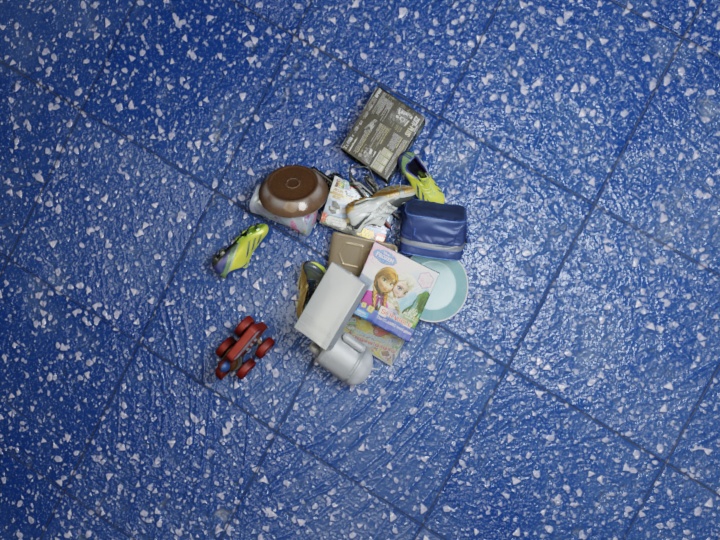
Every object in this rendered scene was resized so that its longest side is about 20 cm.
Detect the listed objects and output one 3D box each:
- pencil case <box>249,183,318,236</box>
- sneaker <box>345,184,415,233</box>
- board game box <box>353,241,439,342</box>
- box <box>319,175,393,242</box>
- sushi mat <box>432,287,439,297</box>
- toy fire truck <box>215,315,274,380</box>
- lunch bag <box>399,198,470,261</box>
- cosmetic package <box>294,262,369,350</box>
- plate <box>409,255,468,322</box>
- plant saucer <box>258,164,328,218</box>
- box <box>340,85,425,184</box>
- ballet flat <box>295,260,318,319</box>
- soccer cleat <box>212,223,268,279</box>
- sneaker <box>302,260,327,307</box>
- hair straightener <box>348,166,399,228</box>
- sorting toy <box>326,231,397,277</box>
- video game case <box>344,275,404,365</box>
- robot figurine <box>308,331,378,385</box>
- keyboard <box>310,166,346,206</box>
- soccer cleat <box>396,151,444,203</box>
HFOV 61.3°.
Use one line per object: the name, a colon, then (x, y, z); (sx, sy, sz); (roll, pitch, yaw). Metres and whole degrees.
pencil case: (-0.218, -0.169, 1.724); (0.195, 0.091, 0.085); (23, 76, 6)
sneaker: (0.059, -0.165, 1.632); (0.195, 0.076, 0.090); (-20, 112, -3)
board game box: (0.086, 0.056, 1.637); (0.196, 0.041, 0.204); (25, 96, 7)
box: (-0.004, -0.164, 1.709); (0.195, 0.040, 0.141); (20, 91, -6)
sushi mat: (0.117, 0.045, 1.726); (0.197, 0.012, 0.097); (31, 94, 6)
toy fire truck: (-0.338, 0.223, 1.697); (0.112, 0.168, 0.201); (43, 94, 5)
lunch bag: (0.204, -0.101, 1.650); (0.194, 0.137, 0.136); (10, 116, 7)
cosmetic package: (-0.074, 0.094, 1.597); (0.111, 0.081, 0.203); (33, 91, 12)
plate: (0.203, 0.042, 1.698); (0.193, 0.026, 0.207); (0, 83, 2)
plant saucer: (-0.185, -0.229, 1.674); (0.194, 0.037, 0.205); (0, 51, 0)
box: (0.064, -0.376, 1.698); (0.162, 0.086, 0.203); (33, 93, 5)
ballet flat: (-0.155, 0.073, 1.740); (0.062, 0.068, 0.207); (9, 88, 34)
soccer cleat: (-0.337, -0.057, 1.755); (0.198, 0.065, 0.084); (-38, 112, 1)
sneaker: (-0.118, 0.067, 1.673); (0.072, 0.081, 0.204); (3, 123, 37)
hair straightener: (0.042, -0.214, 1.676); (0.077, 0.041, 0.201); (-42, 92, -2)
sorting toy: (0.000, 0.000, 1.708); (0.194, 0.036, 0.191); (13, 106, 12)
video game case: (0.042, 0.141, 1.701); (0.197, 0.023, 0.185); (29, 111, 6)
robot figurine: (-0.046, 0.240, 1.687); (0.197, 0.114, 0.171); (34, 136, -1)
keyboard: (-0.077, -0.229, 1.737); (0.197, 0.040, 0.106); (34, 94, 5)
soccer cleat: (0.172, -0.240, 1.657); (0.065, 0.084, 0.200); (-45, 119, -4)
